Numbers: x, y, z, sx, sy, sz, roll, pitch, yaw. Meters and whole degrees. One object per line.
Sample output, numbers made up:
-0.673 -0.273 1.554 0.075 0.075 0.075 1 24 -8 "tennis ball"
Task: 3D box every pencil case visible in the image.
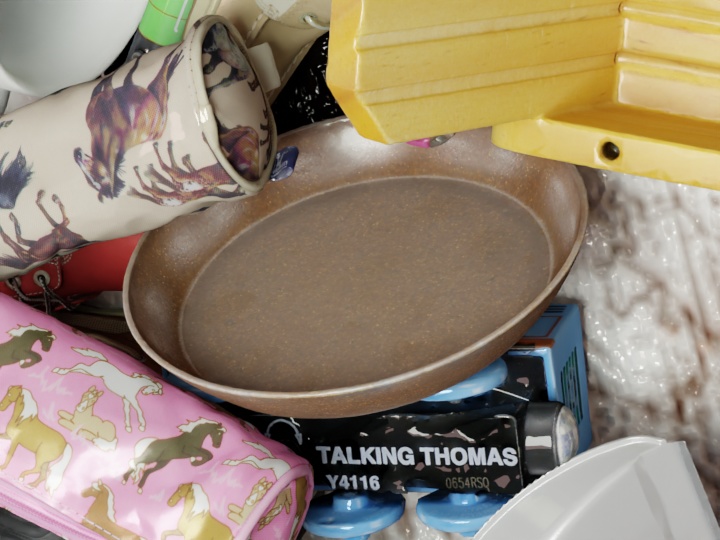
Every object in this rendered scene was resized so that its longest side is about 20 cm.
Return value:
-0.115 0.073 1.039 0.199 0.083 0.087 25 88 13 "pencil case"
-0.128 -0.042 1.094 0.199 0.089 0.078 -20 91 24 "pencil case"

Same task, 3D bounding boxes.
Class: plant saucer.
0.000 0.000 1.071 0.199 0.200 0.035 5 129 27 "plant saucer"

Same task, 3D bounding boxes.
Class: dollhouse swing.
0.109 -0.130 0.977 0.181 0.176 0.201 13 107 25 "dollhouse swing"

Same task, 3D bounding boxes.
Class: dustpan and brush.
0.059 0.160 1.060 0.057 0.199 0.140 39 157 59 "dustpan and brush"

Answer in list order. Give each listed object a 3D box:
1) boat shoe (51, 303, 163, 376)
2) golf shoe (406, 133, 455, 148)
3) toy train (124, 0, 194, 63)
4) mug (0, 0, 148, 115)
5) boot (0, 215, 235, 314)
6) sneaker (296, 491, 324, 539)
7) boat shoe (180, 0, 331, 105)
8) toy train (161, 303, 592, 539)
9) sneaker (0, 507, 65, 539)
-0.157 0.051 1.225 0.199 0.074 0.076 -5 100 29 "boat shoe"
0.022 -0.155 1.039 0.072 0.092 0.201 17 135 36 "golf shoe"
-0.058 -0.165 1.128 0.042 0.056 0.201 31 115 18 "toy train"
-0.200 -0.145 1.157 0.175 0.147 0.201 17 109 27 "mug"
-0.158 0.017 1.175 0.199 0.072 0.145 17 68 32 "boot"
-0.082 0.155 1.223 0.200 0.106 0.075 -42 56 3 "sneaker"
-0.016 -0.134 1.106 0.065 0.072 0.201 36 111 17 "boat shoe"
0.003 0.063 1.106 0.199 0.114 0.087 -2 107 20 "toy train"
-0.162 0.113 1.161 0.114 0.075 0.200 -61 26 -5 "sneaker"
